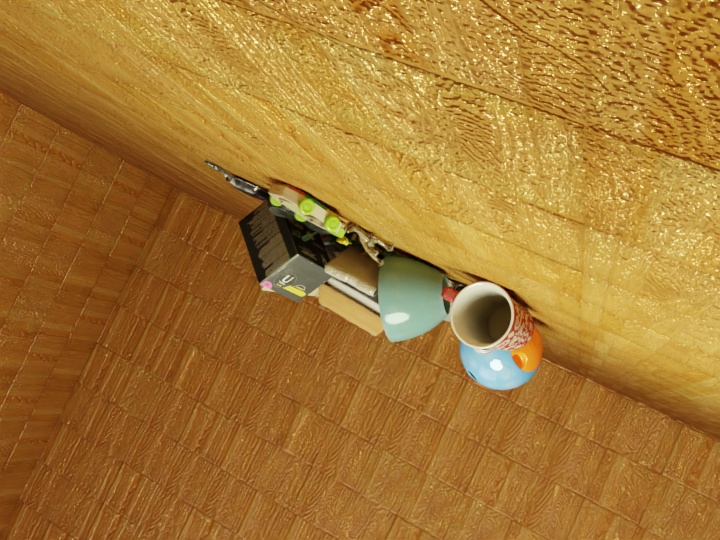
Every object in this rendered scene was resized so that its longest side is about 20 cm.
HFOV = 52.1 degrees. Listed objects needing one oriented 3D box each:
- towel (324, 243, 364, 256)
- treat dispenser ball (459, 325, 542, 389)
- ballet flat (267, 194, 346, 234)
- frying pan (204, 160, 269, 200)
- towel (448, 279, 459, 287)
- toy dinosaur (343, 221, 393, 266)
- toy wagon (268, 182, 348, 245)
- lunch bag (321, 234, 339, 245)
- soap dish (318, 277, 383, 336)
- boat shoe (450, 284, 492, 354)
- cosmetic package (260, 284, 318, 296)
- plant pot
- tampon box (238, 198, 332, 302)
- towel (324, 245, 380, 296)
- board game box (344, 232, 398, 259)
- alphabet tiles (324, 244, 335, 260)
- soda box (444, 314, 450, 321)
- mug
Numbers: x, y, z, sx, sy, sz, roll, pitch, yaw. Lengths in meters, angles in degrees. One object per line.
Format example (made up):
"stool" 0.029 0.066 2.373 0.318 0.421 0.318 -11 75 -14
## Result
"towel" 0.017 -0.010 1.884 0.200 0.024 0.147 39 -155 31
"treat dispenser ball" 0.343 0.190 1.804 0.201 0.201 0.201 26 177 1
"ballet flat" -0.114 -0.130 1.657 0.200 0.057 0.066 21 152 -24
"frying pan" -0.289 -0.211 1.801 0.115 0.031 0.190 23 179 29
"towel" 0.244 0.055 1.901 0.132 0.034 0.200 26 178 8
"toy dinosaur" 0.022 -0.062 1.659 0.101 0.058 0.200 40 175 22
"toy wagon" -0.099 -0.117 1.537 0.200 0.040 0.155 32 175 -32
"lunch bag" -0.159 -0.081 1.989 0.200 0.124 0.170 -13 156 27
"soap dish" 0.002 0.079 1.826 0.200 0.081 0.157 30 -164 12
"boat shoe" 0.265 0.102 1.726 0.057 0.069 0.200 82 169 -52
"cosmetic package" -0.161 0.007 1.948 0.200 0.104 0.073 8 -129 -38
"plant pot" 0.133 0.061 1.701 0.135 0.200 0.200 -5 167 18
"tampon box" -0.177 -0.053 1.760 0.150 0.126 0.200 30 -150 -50
"towel" 0.000 0.000 1.747 0.132 0.034 0.200 26 -160 9
"board game box" 0.039 -0.051 1.865 0.200 0.023 0.105 27 180 -33
"alphabet tiles" -0.024 -0.011 1.895 0.200 0.015 0.196 8 -153 -47
"soda box" 0.212 0.093 1.984 0.068 0.064 0.200 29 -172 39
"mug" 0.278 0.088 1.556 0.200 0.133 0.178 21 -144 -59
